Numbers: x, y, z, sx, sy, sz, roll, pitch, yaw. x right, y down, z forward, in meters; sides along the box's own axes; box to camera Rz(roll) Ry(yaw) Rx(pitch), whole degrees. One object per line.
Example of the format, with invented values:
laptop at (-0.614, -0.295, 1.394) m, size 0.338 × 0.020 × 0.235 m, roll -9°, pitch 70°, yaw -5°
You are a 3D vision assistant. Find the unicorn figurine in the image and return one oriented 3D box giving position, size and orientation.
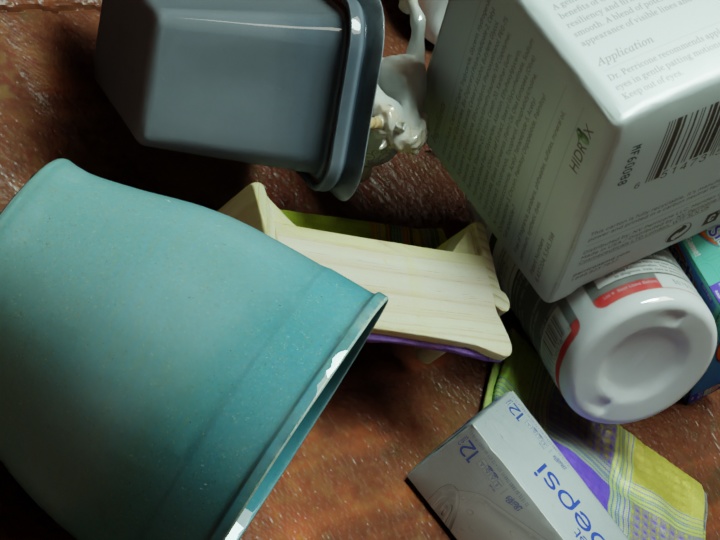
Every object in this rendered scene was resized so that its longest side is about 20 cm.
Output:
unicorn figurine at (0.010, -0.117, 1.621) m, size 0.073 × 0.200 × 0.138 m, roll -9°, pitch 69°, yaw -4°

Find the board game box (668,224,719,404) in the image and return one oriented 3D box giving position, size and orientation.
board game box at (0.227, -0.008, 1.774) m, size 0.153 × 0.045 × 0.200 m, roll 62°, pitch -9°, yaw 19°

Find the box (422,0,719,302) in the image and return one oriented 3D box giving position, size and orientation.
box at (0.170, -0.125, 1.586) m, size 0.198 × 0.200 × 0.172 m, roll -23°, pitch 63°, yaw -25°

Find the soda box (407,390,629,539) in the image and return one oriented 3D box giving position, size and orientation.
soda box at (0.122, 0.178, 1.544) m, size 0.200 × 0.063 × 0.068 m, roll 52°, pitch 30°, yaw 3°

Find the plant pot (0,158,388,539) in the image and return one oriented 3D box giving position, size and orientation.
plant pot at (-0.117, 0.048, 1.283) m, size 0.187 × 0.201 × 0.200 m, roll 33°, pitch 32°, yaw 3°

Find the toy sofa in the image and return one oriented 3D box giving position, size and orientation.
toy sofa at (-0.007, 0.018, 1.519) m, size 0.199 × 0.083 × 0.098 m, roll 8°, pitch 59°, yaw -40°

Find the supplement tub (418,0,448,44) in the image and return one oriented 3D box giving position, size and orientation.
supplement tub at (0.079, -0.284, 1.905) m, size 0.145 × 0.145 × 0.201 m, roll 12°, pitch 47°, yaw -44°

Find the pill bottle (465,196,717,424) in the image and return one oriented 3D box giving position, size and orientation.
pill bottle at (0.153, -0.001, 1.702) m, size 0.114 × 0.114 × 0.200 m, roll 21°, pitch 29°, yaw -38°

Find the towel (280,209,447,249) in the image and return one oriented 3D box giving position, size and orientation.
towel at (0.000, 0.000, 1.627) m, size 0.199 × 0.018 × 0.086 m, roll 7°, pitch 50°, yaw -47°

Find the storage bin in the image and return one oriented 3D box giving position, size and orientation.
storage bin at (-0.079, -0.138, 1.503) m, size 0.134 × 0.146 × 0.200 m, roll 4°, pitch 18°, yaw -19°

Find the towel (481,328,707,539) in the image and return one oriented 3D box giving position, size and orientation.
towel at (0.161, 0.139, 1.674) m, size 0.200 × 0.023 × 0.144 m, roll 39°, pitch 33°, yaw -16°
